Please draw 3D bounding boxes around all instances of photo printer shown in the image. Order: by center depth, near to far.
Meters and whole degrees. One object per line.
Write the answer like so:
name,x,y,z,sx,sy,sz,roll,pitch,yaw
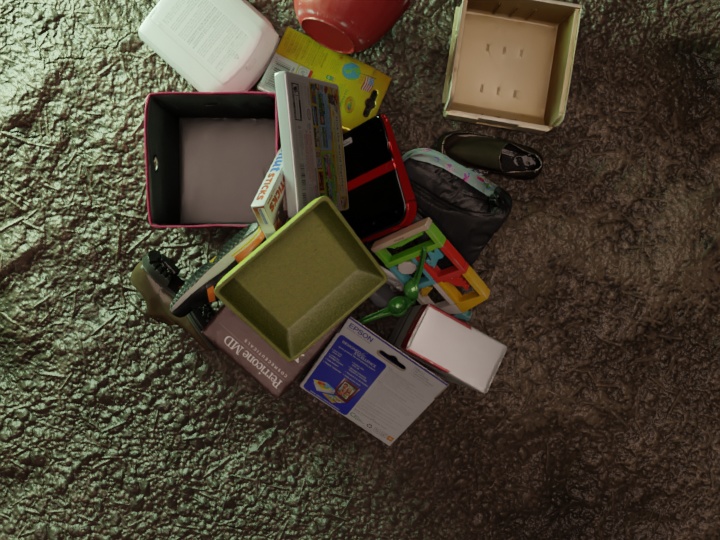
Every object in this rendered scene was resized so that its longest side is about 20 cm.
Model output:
photo printer,-0.245,-0.388,1.124,0.199,0.069,0.167,40,93,1

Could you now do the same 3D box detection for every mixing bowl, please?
mixing bowl,-0.031,-0.419,1.070,0.198,0.200,0.110,25,86,-4

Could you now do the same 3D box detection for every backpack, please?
backpack,0.134,-0.113,1.128,0.198,0.127,0.168,32,111,-2

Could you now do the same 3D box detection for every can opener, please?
can opener,0.000,0.000,1.139,0.199,0.052,0.067,32,54,-26

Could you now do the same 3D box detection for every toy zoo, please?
toy zoo,0.124,0.009,1.114,0.200,0.130,0.021,47,49,-20

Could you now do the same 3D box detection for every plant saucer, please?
plant saucer,-0.085,0.009,0.966,0.199,0.048,0.200,-40,133,-1

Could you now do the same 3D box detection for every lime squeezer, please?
lime squeezer,0.064,0.037,1.120,0.070,0.038,0.200,30,120,-24

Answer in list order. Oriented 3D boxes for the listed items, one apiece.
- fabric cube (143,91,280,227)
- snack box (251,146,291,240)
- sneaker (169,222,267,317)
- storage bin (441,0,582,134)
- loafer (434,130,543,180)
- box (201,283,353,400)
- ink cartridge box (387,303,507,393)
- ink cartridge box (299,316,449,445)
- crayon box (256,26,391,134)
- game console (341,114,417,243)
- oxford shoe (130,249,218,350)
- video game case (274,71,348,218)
fabric cube,-0.221,-0.167,1.080,0.196,0.199,0.200,0,94,-3
snack box,-0.106,-0.136,0.993,0.024,0.202,0.072,0,138,21
sneaker,-0.196,0.023,0.997,0.199,0.070,0.090,-40,107,18
storage bin,0.250,-0.351,1.145,0.196,0.094,0.202,8,92,-3
loafer,0.226,-0.204,1.162,0.196,0.071,0.074,6,93,-3
box,-0.126,0.069,1.113,0.165,0.164,0.201,41,91,-4
ink cartridge box,0.135,0.124,1.110,0.145,0.200,0.084,29,83,-4
ink cartridge box,0.022,0.183,1.137,0.196,0.047,0.201,34,125,-2
crayon box,-0.061,-0.307,1.139,0.197,0.051,0.129,25,76,-3
game console,-0.004,-0.138,1.114,0.198,0.031,0.180,-20,85,41
oxford shoe,-0.316,0.066,1.160,0.084,0.073,0.201,-40,92,16
video game case,-0.070,-0.187,1.023,0.023,0.182,0.204,-3,97,23
